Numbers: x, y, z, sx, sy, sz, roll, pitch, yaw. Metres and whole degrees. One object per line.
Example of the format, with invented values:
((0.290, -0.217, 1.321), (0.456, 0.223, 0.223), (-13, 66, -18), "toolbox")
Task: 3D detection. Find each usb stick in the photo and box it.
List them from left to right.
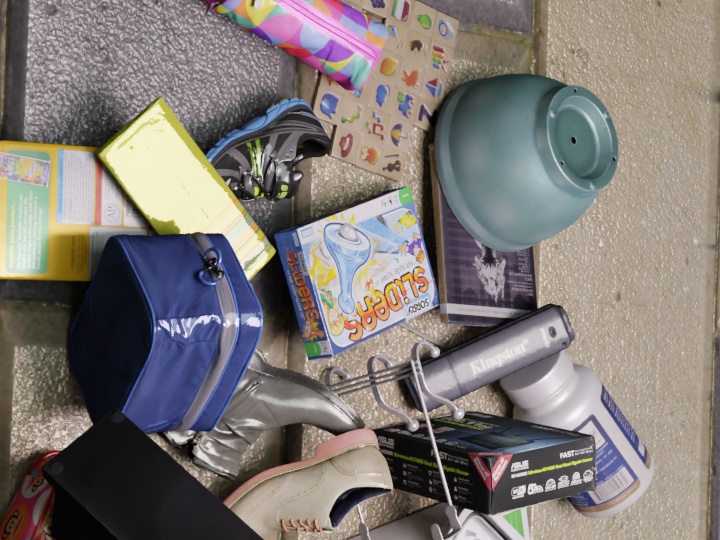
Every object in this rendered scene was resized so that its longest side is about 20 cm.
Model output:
((0.141, 0.096, 1.830), (0.199, 0.033, 0.056), (-24, 90, -10), "usb stick")

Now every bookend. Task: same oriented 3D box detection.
((-0.188, 0.263, 1.482), (0.199, 0.200, 0.092), (39, 54, 17), "bookend")

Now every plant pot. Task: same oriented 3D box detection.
((0.198, -0.131, 1.834), (0.200, 0.134, 0.201), (12, 71, -39), "plant pot")

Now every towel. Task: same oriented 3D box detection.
((-0.164, -0.063, 1.585), (0.086, 0.018, 0.200), (-45, 118, -19), "towel")

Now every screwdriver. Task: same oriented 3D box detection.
((0.025, 0.052, 1.798), (0.200, 0.028, 0.029), (35, 87, -38), "screwdriver")

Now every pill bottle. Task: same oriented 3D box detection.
((0.244, 0.179, 1.904), (0.111, 0.111, 0.200), (-49, 117, -26), "pill bottle")

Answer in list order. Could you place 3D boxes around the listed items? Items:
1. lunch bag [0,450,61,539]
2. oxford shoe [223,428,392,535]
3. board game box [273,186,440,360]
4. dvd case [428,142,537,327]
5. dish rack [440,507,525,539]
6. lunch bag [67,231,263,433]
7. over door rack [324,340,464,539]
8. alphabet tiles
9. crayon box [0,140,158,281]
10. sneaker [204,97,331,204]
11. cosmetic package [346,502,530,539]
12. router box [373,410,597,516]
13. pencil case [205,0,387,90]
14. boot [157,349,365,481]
((-0.258, 0.284, 1.544), (0.176, 0.082, 0.201), (37, 68, -32), "lunch bag")
((-0.062, 0.233, 1.649), (0.199, 0.074, 0.071), (-30, 151, 3), "oxford shoe")
((0.000, 0.000, 1.733), (0.200, 0.034, 0.136), (-24, 101, -50), "board game box")
((0.139, -0.036, 1.859), (0.148, 0.016, 0.201), (6, 76, -42), "dvd case")
((0.122, 0.353, 1.753), (0.200, 0.043, 0.172), (48, 68, -31), "dish rack")
((-0.171, 0.054, 1.530), (0.132, 0.200, 0.136), (-2, 49, -34), "lunch bag")
((0.038, 0.186, 1.704), (0.066, 0.147, 0.201), (5, 72, -43), "over door rack")
((0.026, -0.205, 1.806), (0.167, 0.008, 0.201), (19, 79, -36), "alphabet tiles")
((-0.283, -0.054, 1.545), (0.199, 0.051, 0.126), (2, 89, -38), "crayon box")
((-0.104, -0.099, 1.656), (0.083, 0.071, 0.199), (45, 58, 9), "sneaker")
((0.086, 0.320, 1.803), (0.199, 0.085, 0.108), (-17, 104, -36), "cosmetic package")
((0.129, 0.200, 1.760), (0.149, 0.200, 0.062), (-6, 98, -37), "router box")
((-0.065, -0.259, 1.686), (0.200, 0.088, 0.089), (26, 75, -32), "pencil case")
((-0.105, 0.155, 1.660), (0.199, 0.068, 0.131), (30, 75, -12), "boot")
